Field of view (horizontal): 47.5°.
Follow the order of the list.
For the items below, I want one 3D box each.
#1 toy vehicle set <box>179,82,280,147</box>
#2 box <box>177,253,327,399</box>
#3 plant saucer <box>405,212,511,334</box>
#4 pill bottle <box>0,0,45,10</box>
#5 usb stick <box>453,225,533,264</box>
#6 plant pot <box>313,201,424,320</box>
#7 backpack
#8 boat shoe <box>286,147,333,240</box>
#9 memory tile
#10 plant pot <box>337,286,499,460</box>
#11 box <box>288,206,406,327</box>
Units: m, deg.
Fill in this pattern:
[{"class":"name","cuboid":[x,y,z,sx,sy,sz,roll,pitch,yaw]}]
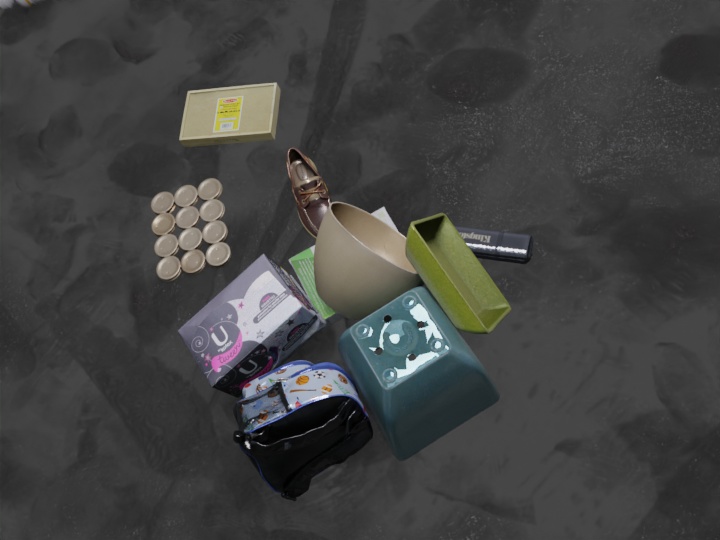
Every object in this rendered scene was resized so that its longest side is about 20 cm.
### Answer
[{"class":"toy vehicle set","cuboid":[-0.266,-0.317,1.670,0.198,0.027,0.125,-2,64,13]},{"class":"box","cuboid":[-0.181,0.097,1.374,0.200,0.115,0.132,-42,61,4]},{"class":"plant saucer","cuboid":[0.147,0.010,1.291,0.048,0.200,0.201,-37,84,21]},{"class":"pill bottle","cuboid":[-0.771,-0.691,1.940,0.199,0.104,0.105,-22,61,2]},{"class":"usb stick","cuboid":[0.199,-0.048,1.415,0.199,0.033,0.056,8,67,18]},{"class":"plant pot","cuboid":[0.000,0.000,1.332,0.200,0.200,0.135,44,110,28]},{"class":"backpack","cuboid":[-0.084,0.234,1.269,0.189,0.201,0.155,-21,46,2]},{"class":"boat shoe","cuboid":[-0.094,-0.145,1.514,0.072,0.072,0.201,-21,61,3]},{"class":"memory tile","cuboid":[-0.328,-0.079,1.574,0.152,0.017,0.201,-16,62,6]},{"class":"plant pot","cuboid":[0.078,0.139,1.258,0.195,0.200,0.197,-31,61,-3]},{"class":"box","cuboid":[-0.010,-0.007,1.447,0.199,0.036,0.145,-28,61,-2]}]
